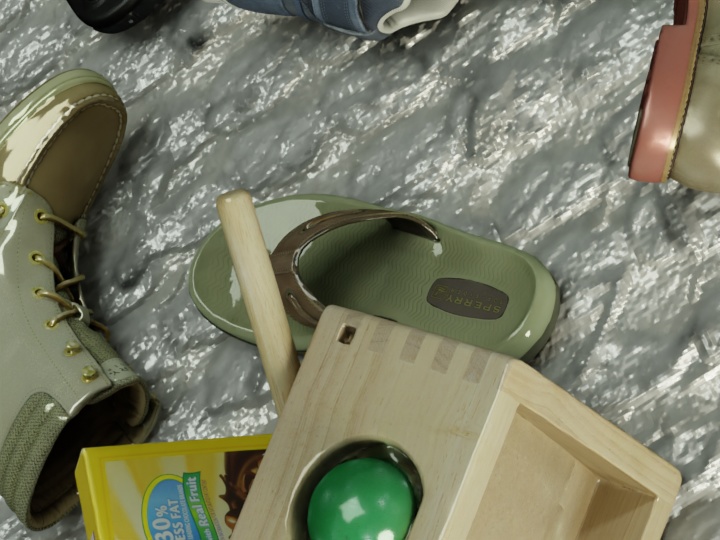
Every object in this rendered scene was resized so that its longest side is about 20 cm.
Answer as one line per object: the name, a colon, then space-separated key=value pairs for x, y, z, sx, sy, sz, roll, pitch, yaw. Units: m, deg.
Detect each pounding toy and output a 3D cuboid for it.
pounding toy: x=0.013 y=0.097 z=1.163 sx=0.142 sy=0.200 sz=0.185 roll=15 pitch=78 yaw=38

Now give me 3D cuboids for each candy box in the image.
candy box: x=-0.063 y=0.167 z=1.255 sx=0.102 sy=0.026 sz=0.201 roll=-4 pitch=57 yaw=-17

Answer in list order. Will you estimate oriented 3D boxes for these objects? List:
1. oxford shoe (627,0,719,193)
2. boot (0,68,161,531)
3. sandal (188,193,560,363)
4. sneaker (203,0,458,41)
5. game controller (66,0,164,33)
oxford shoe: x=0.177 y=-0.121 z=1.250 sx=0.074 sy=0.071 sz=0.201 roll=16 pitch=71 yaw=6
boot: x=-0.148 y=0.013 z=1.393 sx=0.154 sy=0.072 sz=0.201 roll=38 pitch=98 yaw=40
sandal: x=0.001 y=-0.001 z=1.306 sx=0.200 sy=0.057 sz=0.080 roll=6 pitch=73 yaw=36
sneaker: x=0.007 y=-0.213 z=1.359 sx=0.146 sy=0.077 sz=0.204 roll=19 pitch=100 yaw=30
game controller: x=-0.087 y=-0.215 z=1.472 sx=0.200 sy=0.042 sz=0.104 roll=-44 pitch=52 yaw=9
